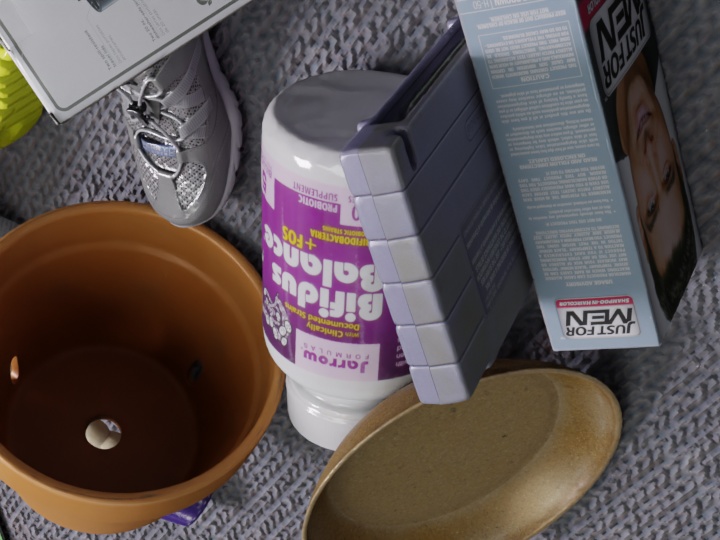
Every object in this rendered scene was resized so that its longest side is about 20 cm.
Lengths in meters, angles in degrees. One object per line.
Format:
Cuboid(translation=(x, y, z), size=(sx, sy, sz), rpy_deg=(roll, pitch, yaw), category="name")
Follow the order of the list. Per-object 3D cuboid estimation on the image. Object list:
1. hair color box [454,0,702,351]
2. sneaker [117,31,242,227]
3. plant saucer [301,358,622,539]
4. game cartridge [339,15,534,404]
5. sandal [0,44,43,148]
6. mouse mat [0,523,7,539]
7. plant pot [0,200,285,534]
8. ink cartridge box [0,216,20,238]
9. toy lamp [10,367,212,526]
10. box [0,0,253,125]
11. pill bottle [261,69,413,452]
Cuboid(translation=(0.110, -0.072, 0.682), size=(0.060, 0.099, 0.201), rpy_deg=(-4, 117, 30), category="hair color box")
Cuboid(translation=(-0.122, -0.111, 0.797), size=(0.074, 0.082, 0.201), rpy_deg=(9, 122, 25), category="sneaker")
Cuboid(translation=(0.054, 0.112, 0.807), size=(0.036, 0.199, 0.201), rpy_deg=(63, 143, 38), category="plant saucer")
Cuboid(translation=(0.052, -0.041, 0.668), size=(0.038, 0.200, 0.130), rpy_deg=(-2, 118, 24), category="game cartridge")
Cuboid(translation=(-0.217, -0.143, 0.825), size=(0.087, 0.079, 0.200), rpy_deg=(52, 138, 1), category="sandal")
Cuboid(translation=(-0.388, 0.174, 1.175), size=(0.199, 0.008, 0.162), rpy_deg=(4, 121, 26), category="mouse mat")
Cuboid(translation=(-0.157, 0.078, 0.878), size=(0.199, 0.200, 0.140), rpy_deg=(34, 146, 5), category="plant pot")
Cuboid(translation=(-0.312, 0.020, 0.994), size=(0.199, 0.041, 0.200), rpy_deg=(27, 134, -23), category="ink cartridge box")
Cuboid(translation=(-0.193, 0.113, 0.979), size=(0.199, 0.058, 0.058), rpy_deg=(34, 131, -12), category="toy lamp")
Cuboid(translation=(-0.097, -0.175, 0.690), size=(0.199, 0.060, 0.117), rpy_deg=(-33, 104, 3), category="box")
Cuboid(translation=(0.000, 0.000, 0.780), size=(0.112, 0.112, 0.201), rpy_deg=(15, 125, 20), category="pill bottle")
